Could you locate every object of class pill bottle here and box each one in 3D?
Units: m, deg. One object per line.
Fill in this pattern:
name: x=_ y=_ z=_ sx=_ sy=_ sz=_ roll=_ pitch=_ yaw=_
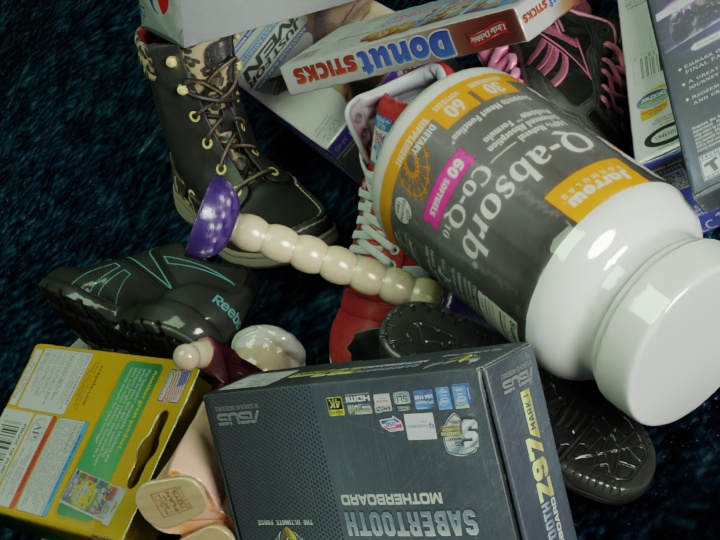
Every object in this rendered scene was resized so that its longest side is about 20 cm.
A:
pill bottle: x=0.105 y=-0.015 z=0.807 sx=0.117 sy=0.116 sz=0.200 roll=-50 pitch=51 yaw=1

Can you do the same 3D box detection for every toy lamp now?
toy lamp: x=0.000 y=0.000 z=0.899 sx=0.058 sy=0.198 sz=0.059 roll=-159 pitch=90 yaw=-86

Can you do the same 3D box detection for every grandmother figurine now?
grandmother figurine: x=-0.079 y=0.093 z=0.947 sx=0.060 sy=0.122 sz=0.200 roll=-13 pitch=23 yaw=20

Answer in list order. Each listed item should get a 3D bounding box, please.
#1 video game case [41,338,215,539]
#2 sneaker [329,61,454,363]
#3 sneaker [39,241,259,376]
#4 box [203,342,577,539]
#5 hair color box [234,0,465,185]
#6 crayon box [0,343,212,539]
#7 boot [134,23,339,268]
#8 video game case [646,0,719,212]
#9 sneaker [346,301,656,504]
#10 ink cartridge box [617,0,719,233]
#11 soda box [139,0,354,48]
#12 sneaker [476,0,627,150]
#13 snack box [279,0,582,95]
video game case: x=-0.168 y=0.101 z=1.110 sx=0.182 sy=0.023 sz=0.201 roll=-42 pitch=38 yaw=12
sneaker: x=0.019 y=-0.034 z=0.954 sx=0.071 sy=0.112 sz=0.201 roll=19 pitch=75 yaw=40
sneaker: x=-0.149 y=0.022 z=1.094 sx=0.199 sy=0.076 sz=0.079 roll=12 pitch=55 yaw=43
box: x=0.016 y=0.127 z=0.811 sx=0.199 sy=0.051 sz=0.159 roll=-8 pitch=99 yaw=41
hair color box: x=-0.019 y=-0.146 z=1.125 sx=0.110 sy=0.065 sz=0.200 roll=-50 pitch=40 yaw=-1
crayon box: x=-0.175 y=0.122 z=1.040 sx=0.199 sy=0.052 sz=0.127 roll=2 pitch=61 yaw=47
boot: x=-0.092 y=-0.094 z=1.082 sx=0.073 sy=0.152 sz=0.200 roll=-23 pitch=28 yaw=-20
video game case: x=0.220 y=-0.136 z=0.795 sx=0.142 sy=0.019 sz=0.201 roll=-26 pitch=44 yaw=25
sneaker: x=0.067 y=0.082 z=0.855 sx=0.199 sy=0.105 sz=0.060 roll=31 pitch=58 yaw=17
ink cartridge box: x=0.218 y=-0.112 z=0.849 sx=0.136 sy=0.076 sz=0.201 roll=-24 pitch=44 yaw=29
soda box: x=-0.056 y=-0.216 z=1.070 sx=0.199 sy=0.069 sz=0.063 roll=-20 pitch=33 yaw=-30
sneaker: x=0.135 y=-0.117 z=0.949 sx=0.095 sy=0.079 sz=0.201 roll=-30 pitch=43 yaw=7
snack box: x=0.041 y=-0.149 z=0.969 sx=0.199 sy=0.024 sz=0.072 roll=-6 pitch=24 yaw=44
